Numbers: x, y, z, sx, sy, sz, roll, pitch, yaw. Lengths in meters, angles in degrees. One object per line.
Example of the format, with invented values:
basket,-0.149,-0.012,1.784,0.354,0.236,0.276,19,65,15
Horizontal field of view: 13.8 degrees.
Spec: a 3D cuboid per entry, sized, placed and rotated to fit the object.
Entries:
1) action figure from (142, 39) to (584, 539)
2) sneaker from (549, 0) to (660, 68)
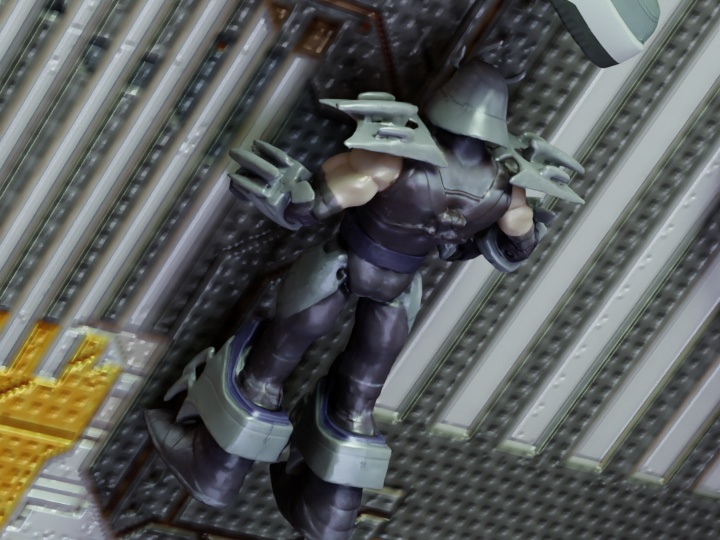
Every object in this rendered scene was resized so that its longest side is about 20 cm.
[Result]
action figure,0.000,0.000,1.067,0.130,0.069,0.200,18,115,-28
sneaker,0.094,-0.161,0.963,0.120,0.084,0.200,-22,134,6
